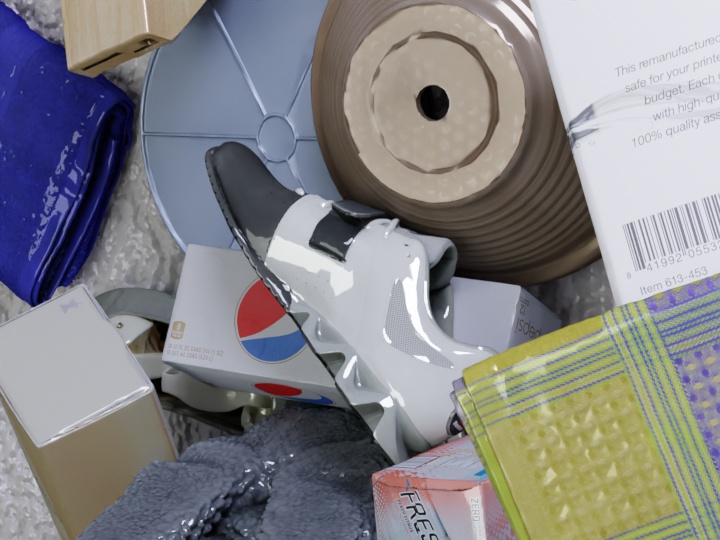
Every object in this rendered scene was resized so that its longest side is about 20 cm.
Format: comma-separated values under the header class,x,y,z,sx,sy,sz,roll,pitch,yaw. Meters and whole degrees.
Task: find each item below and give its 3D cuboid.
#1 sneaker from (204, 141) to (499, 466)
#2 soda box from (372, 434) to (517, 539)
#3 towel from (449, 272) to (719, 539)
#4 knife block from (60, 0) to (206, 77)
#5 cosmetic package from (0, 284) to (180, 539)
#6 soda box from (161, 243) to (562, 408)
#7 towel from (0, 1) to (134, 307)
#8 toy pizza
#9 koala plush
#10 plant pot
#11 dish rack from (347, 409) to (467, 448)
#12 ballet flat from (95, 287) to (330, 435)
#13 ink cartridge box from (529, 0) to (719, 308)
class,x,y,z,sx,sy,sz,roll,pitch,yaw
sneaker,0.000,0.000,1.107,0.088,0.074,0.200,-38,67,2
soda box,0.088,0.108,1.073,0.063,0.200,0.069,0,100,37
towel,0.146,0.072,0.888,0.199,0.023,0.144,-23,94,12
knife block,-0.133,-0.227,1.201,0.064,0.200,0.176,-20,116,38
cosmetic package,-0.140,0.118,1.251,0.105,0.071,0.201,50,162,45
soda box,-0.001,0.036,1.168,0.199,0.064,0.069,7,77,28
towel,-0.228,-0.089,1.376,0.200,0.049,0.148,36,111,27
toy pizza,-0.038,-0.075,1.239,0.199,0.032,0.201,7,102,32
koala plush,-0.036,0.195,1.178,0.176,0.184,0.201,2,121,25
plant pot,0.053,-0.086,1.112,0.200,0.093,0.202,4,100,26
dish rack,0.014,0.164,1.238,0.200,0.043,0.172,-29,81,37
ballet flat,-0.107,0.053,1.296,0.199,0.064,0.068,13,106,35
ink cartridge box,0.167,-0.054,0.951,0.144,0.084,0.201,-18,74,12
